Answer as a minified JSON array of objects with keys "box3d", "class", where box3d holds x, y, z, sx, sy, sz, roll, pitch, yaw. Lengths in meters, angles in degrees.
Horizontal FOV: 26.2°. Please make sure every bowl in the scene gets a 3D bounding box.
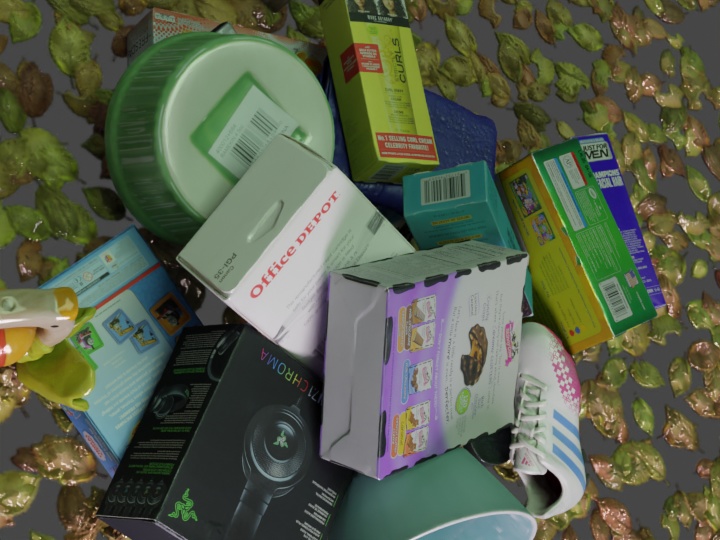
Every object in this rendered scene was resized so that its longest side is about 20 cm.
[{"box3d":[0.049,0.228,1.404,0.200,0.201,0.105,-3,54,-35],"class":"bowl"}]

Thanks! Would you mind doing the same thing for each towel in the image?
[{"box3d":[0.040,-0.116,1.521,0.199,0.050,0.148,19,60,-23],"class":"towel"}]

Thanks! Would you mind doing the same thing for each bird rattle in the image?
[{"box3d":[-0.303,0.047,1.225,0.199,0.163,0.113,3,67,-24],"class":"bird rattle"}]

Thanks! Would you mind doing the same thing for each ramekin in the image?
[{"box3d":[-0.120,-0.118,1.386,0.199,0.098,0.201,-1,92,-31],"class":"ramekin"}]

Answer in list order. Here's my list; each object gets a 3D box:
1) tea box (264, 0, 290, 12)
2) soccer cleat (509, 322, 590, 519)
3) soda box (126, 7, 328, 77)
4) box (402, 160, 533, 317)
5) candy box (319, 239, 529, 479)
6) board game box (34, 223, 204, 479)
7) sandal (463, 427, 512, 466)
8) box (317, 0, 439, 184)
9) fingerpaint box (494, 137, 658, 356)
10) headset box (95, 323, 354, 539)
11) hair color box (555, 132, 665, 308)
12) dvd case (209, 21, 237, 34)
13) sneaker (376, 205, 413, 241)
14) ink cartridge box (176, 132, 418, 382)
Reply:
[{"box3d":[-0.037,-0.402,1.568,0.134,0.200,0.197,45,54,-12],"class":"tea box"},{"box3d":[0.182,0.154,1.551,0.086,0.070,0.201,-26,108,-45],"class":"soccer cleat"},{"box3d":[-0.126,-0.196,1.512,0.199,0.064,0.069,8,68,-31],"class":"soda box"},{"box3d":[0.105,-0.021,1.482,0.200,0.082,0.049,61,24,-51],"class":"box"},{"box3d":[0.058,0.072,1.356,0.200,0.071,0.168,-13,112,-48],"class":"candy box"},{"box3d":[-0.202,0.080,1.368,0.151,0.037,0.200,-38,95,-38],"class":"board game box"},{"box3d":[0.125,0.098,1.578,0.075,0.048,0.201,-6,76,-36],"class":"sandal"},{"box3d":[0.016,-0.183,1.474,0.075,0.050,0.201,3,67,-31],"class":"box"},{"box3d":[0.192,-0.011,1.593,0.073,0.167,0.201,-20,83,-35],"class":"fingerpaint box"},{"box3d":[-0.107,0.176,1.327,0.174,0.093,0.200,41,60,-32],"class":"headset box"},{"box3d":[0.245,-0.036,1.676,0.065,0.109,0.201,-12,79,-37],"class":"hair color box"},{"box3d":[-0.125,-0.109,1.455,0.150,0.025,0.200,-43,112,-24],"class":"dvd case"},{"box3d":[0.040,-0.091,1.594,0.090,0.078,0.200,35,50,2],"class":"sneaker"},{"box3d":[-0.043,-0.005,1.347,0.147,0.083,0.200,-51,140,-4],"class":"ink cartridge box"}]
